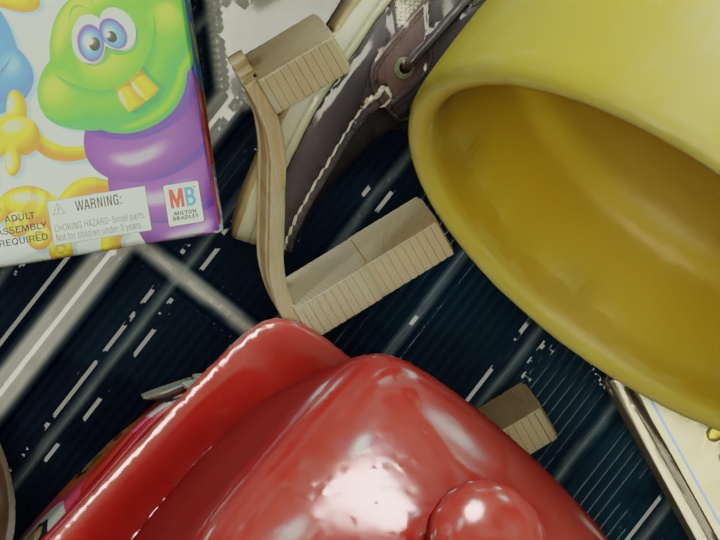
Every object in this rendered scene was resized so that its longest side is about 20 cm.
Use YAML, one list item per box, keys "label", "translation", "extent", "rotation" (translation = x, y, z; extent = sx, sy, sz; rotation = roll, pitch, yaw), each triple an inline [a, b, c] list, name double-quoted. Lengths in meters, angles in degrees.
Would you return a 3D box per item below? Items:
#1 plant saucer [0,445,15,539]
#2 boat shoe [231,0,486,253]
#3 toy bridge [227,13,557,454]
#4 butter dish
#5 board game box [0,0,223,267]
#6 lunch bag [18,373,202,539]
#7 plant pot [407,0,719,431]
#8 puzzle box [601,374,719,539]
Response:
- label: "plant saucer"
  translation: [-0.216, 0.058, 1.054]
  extent: [0.200, 0.200, 0.035]
  rotation: [36, 115, -3]
- label: "boat shoe"
  translation: [0.023, -0.087, 1.111]
  extent: [0.065, 0.072, 0.200]
  rotation: [32, 87, -2]
- label: "toy bridge"
  translation: [0.000, 0.000, 1.092]
  extent: [0.067, 0.027, 0.200]
  rotation: [-31, 119, -1]
- label: "butter dish"
  translation: [0.012, 0.112, 0.983]
  extent: [0.200, 0.148, 0.199]
  rotation: [43, 54, -2]
- label: "board game box"
  translation: [-0.115, -0.105, 1.086]
  extent: [0.103, 0.105, 0.200]
  rotation: [-9, 92, -3]
- label: "lunch bag"
  translation: [-0.030, 0.139, 1.107]
  extent: [0.200, 0.082, 0.176]
  rotation: [42, 89, -3]
- label: "plant pot"
  translation: [0.148, -0.069, 1.062]
  extent: [0.201, 0.201, 0.189]
  rotation: [37, 68, -3]
- label: "puzzle box"
  translation: [0.196, 0.095, 1.146]
  extent: [0.133, 0.025, 0.200]
  rotation: [-30, 93, -1]
